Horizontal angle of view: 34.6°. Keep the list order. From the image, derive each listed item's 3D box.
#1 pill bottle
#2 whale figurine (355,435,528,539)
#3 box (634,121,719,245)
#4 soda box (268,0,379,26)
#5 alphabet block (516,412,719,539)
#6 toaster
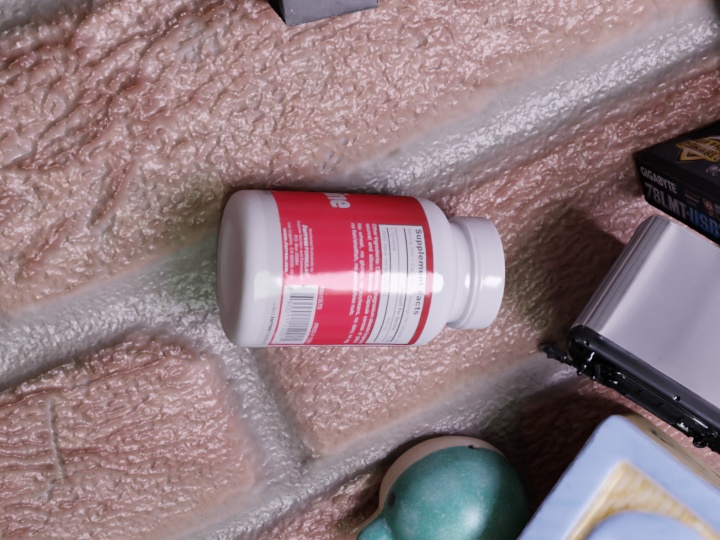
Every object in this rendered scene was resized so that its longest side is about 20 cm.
[{"bbox_3d":[0.000,0.000,0.851,0.198,0.112,0.113,1,115,-18],"label":"pill bottle"},{"bbox_3d":[0.074,0.245,0.999,0.157,0.104,0.202,9,111,-22],"label":"whale figurine"},{"bbox_3d":[0.338,-0.082,0.867,0.197,0.200,0.050,-24,112,-4],"label":"box"},{"bbox_3d":[-0.038,-0.266,0.737,0.070,0.063,0.202,-13,118,-10],"label":"soda box"},{"bbox_3d":[0.235,0.248,0.948,0.197,0.195,0.200,-53,163,6],"label":"alphabet block"},{"bbox_3d":[0.251,0.058,0.892,0.199,0.181,0.119,32,86,12],"label":"toaster"}]
